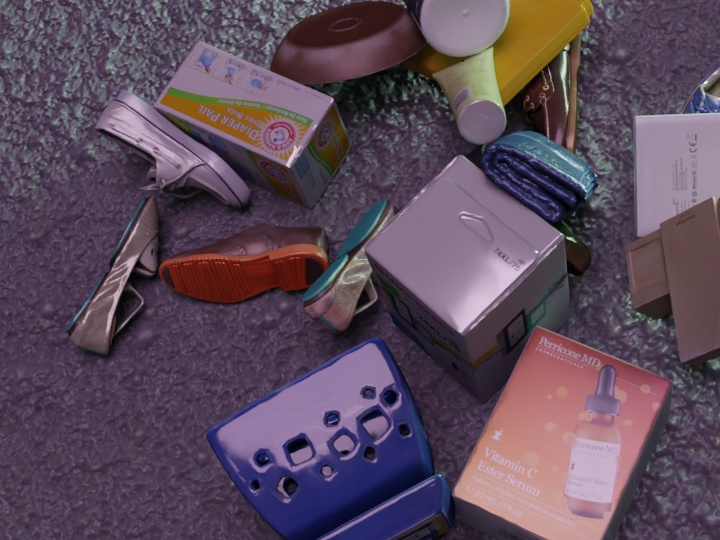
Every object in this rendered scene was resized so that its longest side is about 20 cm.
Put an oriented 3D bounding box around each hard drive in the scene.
[{"bbox_3d":[0.399,-0.105,1.394,0.200,0.027,0.132,-2,95,3],"label":"hard drive"}]

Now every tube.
[{"bbox_3d":[0.123,-0.198,1.407,0.058,0.052,0.200,13,26,-10],"label":"tube"}]

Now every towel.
[{"bbox_3d":[0.190,-0.105,1.338,0.112,0.200,0.049,35,108,8],"label":"towel"}]

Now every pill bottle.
[{"bbox_3d":[0.099,-0.337,1.508,0.106,0.106,0.200,-21,35,1],"label":"pill bottle"}]

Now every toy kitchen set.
[{"bbox_3d":[0.416,0.031,1.346,0.200,0.180,0.163,-30,50,42],"label":"toy kitchen set"}]

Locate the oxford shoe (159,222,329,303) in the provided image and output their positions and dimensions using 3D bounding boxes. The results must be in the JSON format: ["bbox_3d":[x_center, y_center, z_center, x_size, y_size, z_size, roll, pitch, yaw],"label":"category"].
[{"bbox_3d":[-0.133,-0.013,1.490,0.200,0.071,0.073,-4,43,6],"label":"oxford shoe"}]

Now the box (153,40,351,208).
[{"bbox_3d":[-0.126,-0.173,1.529,0.200,0.113,0.101,26,74,20],"label":"box"}]

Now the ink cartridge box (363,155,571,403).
[{"bbox_3d":[0.117,0.012,1.341,0.146,0.200,0.147,-43,64,-10],"label":"ink cartridge box"}]

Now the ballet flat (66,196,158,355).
[{"bbox_3d":[-0.274,0.009,1.511,0.062,0.067,0.200,29,75,-7],"label":"ballet flat"}]

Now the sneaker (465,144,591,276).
[{"bbox_3d":[0.188,-0.079,1.444,0.200,0.067,0.090,32,80,26],"label":"sneaker"}]

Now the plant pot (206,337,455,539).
[{"bbox_3d":[-0.013,0.207,1.283,0.200,0.200,0.180,-28,69,-2],"label":"plant pot"}]

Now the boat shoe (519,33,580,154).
[{"bbox_3d":[0.220,-0.199,1.496,0.070,0.070,0.200,3,57,6],"label":"boat shoe"}]

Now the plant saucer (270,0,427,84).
[{"bbox_3d":[-0.015,-0.281,1.542,0.200,0.037,0.200,-11,30,6],"label":"plant saucer"}]

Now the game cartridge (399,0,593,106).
[{"bbox_3d":[0.156,-0.283,1.532,0.176,0.032,0.200,-44,44,-10],"label":"game cartridge"}]

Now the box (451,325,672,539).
[{"bbox_3d":[0.205,0.185,1.294,0.152,0.106,0.200,22,71,20],"label":"box"}]

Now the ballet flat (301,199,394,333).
[{"bbox_3d":[0.000,0.000,1.441,0.067,0.068,0.200,48,48,-13],"label":"ballet flat"}]

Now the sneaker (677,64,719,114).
[{"bbox_3d":[0.377,-0.160,1.441,0.076,0.077,0.200,28,76,20],"label":"sneaker"}]

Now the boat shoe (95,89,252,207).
[{"bbox_3d":[-0.229,-0.122,1.520,0.202,0.075,0.086,38,75,-6],"label":"boat shoe"}]
